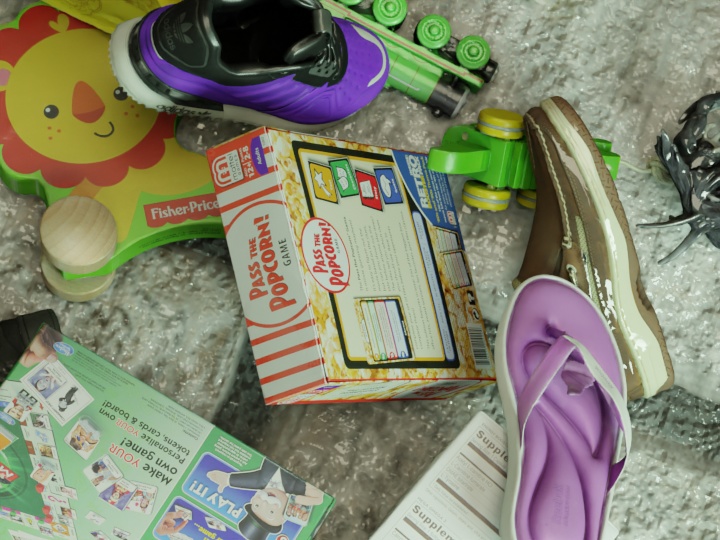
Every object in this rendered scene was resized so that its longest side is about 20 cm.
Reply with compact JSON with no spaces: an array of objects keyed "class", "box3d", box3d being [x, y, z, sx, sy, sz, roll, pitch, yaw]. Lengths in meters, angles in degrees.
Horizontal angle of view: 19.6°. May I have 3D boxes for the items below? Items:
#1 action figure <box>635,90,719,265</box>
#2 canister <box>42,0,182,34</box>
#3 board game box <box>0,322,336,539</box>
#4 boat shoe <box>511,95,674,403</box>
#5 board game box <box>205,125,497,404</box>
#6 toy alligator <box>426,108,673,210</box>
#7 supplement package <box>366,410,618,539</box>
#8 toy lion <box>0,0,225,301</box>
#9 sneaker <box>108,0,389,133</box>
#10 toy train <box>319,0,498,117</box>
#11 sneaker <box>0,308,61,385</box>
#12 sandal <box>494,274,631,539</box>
[{"class":"action figure","box3d":[0.263,-0.083,1.326,0.200,0.102,0.119,-50,119,-19]},{"class":"canister","box3d":[-0.129,-0.254,1.303,0.148,0.087,0.200,26,66,14]},{"class":"board game box","box3d":[-0.134,0.136,1.189,0.200,0.029,0.135,31,69,7]},{"class":"boat shoe","box3d":[0.129,-0.004,1.281,0.075,0.075,0.203,-22,104,-3]},{"class":"board game box","box3d":[0.000,0.000,1.234,0.046,0.200,0.152,-20,77,30]},{"class":"toy alligator","box3d":[0.119,-0.074,1.332,0.200,0.054,0.059,-1,111,-31]},{"class":"supplement package","box3d":[0.039,0.198,1.226,0.110,0.114,0.200,41,75,4]},{"class":"toy lion","box3d":[-0.140,-0.088,1.300,0.200,0.069,0.192,-9,71,-10]},{"class":"sneaker","box3d":[-0.041,-0.129,1.234,0.200,0.099,0.070,-4,76,-43]},{"class":"toy train","box3d":[-0.006,-0.160,1.343,0.200,0.042,0.056,28,85,-1]},{"class":"sneaker","box3d":[-0.220,0.095,1.245,0.104,0.060,0.200,-10,74,-12]},{"class":"sandal","box3d":[0.122,0.087,1.193,0.082,0.050,0.203,13,57,-17]}]
